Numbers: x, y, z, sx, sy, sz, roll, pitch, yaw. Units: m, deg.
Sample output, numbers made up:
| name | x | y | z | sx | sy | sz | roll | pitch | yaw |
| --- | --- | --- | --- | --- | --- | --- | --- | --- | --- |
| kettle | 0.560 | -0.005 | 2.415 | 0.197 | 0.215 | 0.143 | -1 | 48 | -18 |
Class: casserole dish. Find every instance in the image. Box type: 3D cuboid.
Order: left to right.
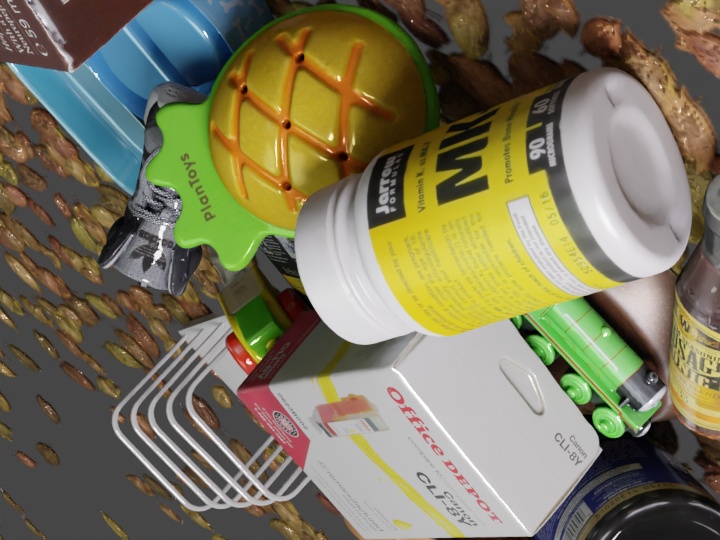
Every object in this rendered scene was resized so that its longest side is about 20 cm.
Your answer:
| name | x | y | z | sx | sy | sz | roll | pitch | yaw |
| --- | --- | --- | --- | --- | --- | --- | --- | --- | --- |
| casserole dish | -0.201 | -0.136 | 1.446 | 0.200 | 0.039 | 0.121 | 48 | 156 | -9 |

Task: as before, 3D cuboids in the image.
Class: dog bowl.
| name | x | y | z | sx | sy | sz | roll | pitch | yaw |
| --- | --- | --- | --- | --- | --- | --- | --- | --- | --- |
| dog bowl | -0.126 | -0.160 | 1.278 | 0.112 | 0.050 | 0.200 | 50 | 154 | -15 |

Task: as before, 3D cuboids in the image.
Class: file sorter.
| name | x | y | z | sx | sy | sz | roll | pitch | yaw |
| --- | --- | --- | --- | --- | --- | --- | --- | --- | --- |
| file sorter | -0.108 | 0.124 | 1.621 | 0.139 | 0.125 | 0.200 | 48 | 155 | -12 |

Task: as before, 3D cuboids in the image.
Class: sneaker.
| name | x | y | z | sx | sy | sz | roll | pitch | yaw |
| --- | --- | --- | --- | --- | --- | --- | --- | --- | --- |
| sneaker | -0.127 | -0.048 | 1.279 | 0.075 | 0.114 | 0.200 | 22 | 163 | 0 |

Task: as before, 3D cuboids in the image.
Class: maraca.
| name | x | y | z | sx | sy | sz | roll | pitch | yaw |
| --- | --- | --- | --- | --- | --- | --- | --- | --- | --- |
| maraca | -0.043 | -0.081 | 1.153 | 0.200 | 0.107 | 0.137 | -27 | 82 | 22 |

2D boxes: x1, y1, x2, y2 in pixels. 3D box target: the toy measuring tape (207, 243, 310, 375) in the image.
| name | x | y | z | sx | sy | sz | roll | pitch | yaw |
| --- | --- | --- | --- | --- | --- | --- | --- | --- | --- |
| toy measuring tape | -0.074 | 0.032 | 1.437 | 0.074 | 0.073 | 0.200 | 58 | 180 | -30 |

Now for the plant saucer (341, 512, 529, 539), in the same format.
| name | x | y | z | sx | sy | sz | roll | pitch | yaw |
| --- | --- | --- | --- | --- | --- | --- | --- | --- | --- |
| plant saucer | 0.066 | 0.212 | 1.480 | 0.200 | 0.038 | 0.200 | 23 | -175 | -2 |

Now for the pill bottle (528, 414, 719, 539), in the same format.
| name | x | y | z | sx | sy | sz | roll | pitch | yaw |
| --- | --- | --- | --- | --- | --- | --- | --- | --- | --- |
| pill bottle | 0.168 | 0.164 | 1.216 | 0.112 | 0.112 | 0.200 | 51 | -178 | -17 |

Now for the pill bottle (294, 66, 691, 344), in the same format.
| name | x | y | z | sx | sy | sz | roll | pitch | yaw |
| --- | --- | --- | --- | --- | --- | --- | --- | --- | --- |
| pill bottle | 0.069 | -0.028 | 1.033 | 0.200 | 0.114 | 0.114 | -19 | 118 | 34 |

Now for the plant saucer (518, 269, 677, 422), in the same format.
| name | x | y | z | sx | sy | sz | roll | pitch | yaw |
| --- | --- | --- | --- | --- | --- | --- | --- | --- | --- |
| plant saucer | 0.139 | 0.031 | 1.207 | 0.200 | 0.034 | 0.200 | 35 | 155 | 19 |

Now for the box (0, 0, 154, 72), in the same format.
| name | x | y | z | sx | sy | sz | roll | pitch | yaw |
| --- | --- | --- | --- | --- | --- | --- | --- | --- | --- |
| box | -0.210 | -0.238 | 1.140 | 0.200 | 0.164 | 0.166 | 13 | 142 | 48 |

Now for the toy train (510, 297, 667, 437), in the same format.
| name | x | y | z | sx | sy | sz | roll | pitch | yaw |
| --- | --- | --- | --- | --- | --- | --- | --- | --- | --- |
| toy train | 0.110 | 0.020 | 1.143 | 0.200 | 0.042 | 0.056 | 46 | 142 | 5 |

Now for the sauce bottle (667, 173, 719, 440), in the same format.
| name | x | y | z | sx | sy | sz | roll | pitch | yaw |
| --- | --- | --- | --- | --- | --- | --- | --- | --- | --- |
| sauce bottle | 0.205 | 0.019 | 1.050 | 0.066 | 0.066 | 0.200 | 30 | 152 | 27 |

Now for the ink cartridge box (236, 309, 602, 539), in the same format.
| name | x | y | z | sx | sy | sz | roll | pitch | yaw |
| --- | --- | --- | --- | --- | --- | --- | --- | --- | --- |
| ink cartridge box | 0.033 | 0.093 | 1.194 | 0.145 | 0.083 | 0.200 | 50 | 151 | -15 |

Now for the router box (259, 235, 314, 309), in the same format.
| name | x | y | z | sx | sy | sz | roll | pitch | yaw |
| --- | --- | --- | --- | --- | --- | --- | --- | --- | --- |
| router box | 0.000 | 0.000 | 1.302 | 0.157 | 0.052 | 0.200 | 51 | 166 | -17 |
